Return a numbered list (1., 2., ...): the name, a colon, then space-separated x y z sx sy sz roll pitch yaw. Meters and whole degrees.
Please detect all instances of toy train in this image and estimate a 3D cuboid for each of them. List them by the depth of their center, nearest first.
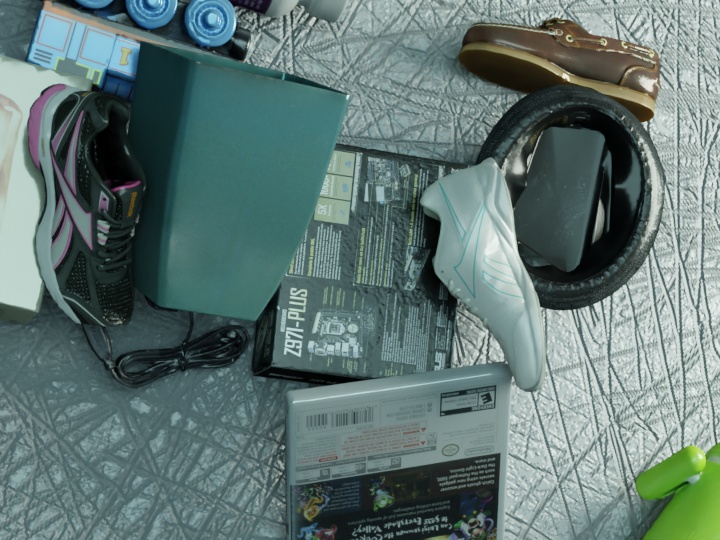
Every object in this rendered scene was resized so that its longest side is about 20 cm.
1. toy train: -0.194 -0.196 1.577 0.198 0.087 0.115 17 87 -14

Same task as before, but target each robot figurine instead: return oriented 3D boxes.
1. robot figurine: 0.328 0.236 1.631 0.175 0.116 0.200 43 74 -12

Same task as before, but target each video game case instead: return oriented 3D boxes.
1. video game case: 0.032 0.174 1.566 0.198 0.023 0.184 -7 116 -16

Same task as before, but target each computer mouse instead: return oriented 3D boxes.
1. computer mouse: -0.186 0.000 1.568 0.139 0.046 0.202 -19 98 -24

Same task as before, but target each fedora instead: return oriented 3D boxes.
1. fedora: 0.176 -0.062 1.646 0.198 0.092 0.203 1 86 -13

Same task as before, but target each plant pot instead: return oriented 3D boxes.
1. plant pot: -0.117 -0.070 1.502 0.140 0.141 0.202 9 99 -26

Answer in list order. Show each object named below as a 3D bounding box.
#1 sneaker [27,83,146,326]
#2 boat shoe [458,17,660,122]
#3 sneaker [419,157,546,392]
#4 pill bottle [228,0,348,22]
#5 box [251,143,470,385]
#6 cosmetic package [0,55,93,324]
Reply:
1. sneaker: -0.209 -0.047 1.454 0.080 0.086 0.202 -28 115 -45
2. boat shoe: 0.185 -0.196 1.682 0.198 0.070 0.071 15 74 -19
3. sneaker: 0.106 0.010 1.546 0.079 0.070 0.202 -16 79 -1
4. pill bottle: -0.101 -0.287 1.595 0.198 0.112 0.113 18 78 -11
5. box: 0.000 0.000 1.594 0.162 0.086 0.202 7 81 -14
6. cosmetic package: -0.291 -0.065 1.521 0.086 0.103 0.202 14 78 -13
